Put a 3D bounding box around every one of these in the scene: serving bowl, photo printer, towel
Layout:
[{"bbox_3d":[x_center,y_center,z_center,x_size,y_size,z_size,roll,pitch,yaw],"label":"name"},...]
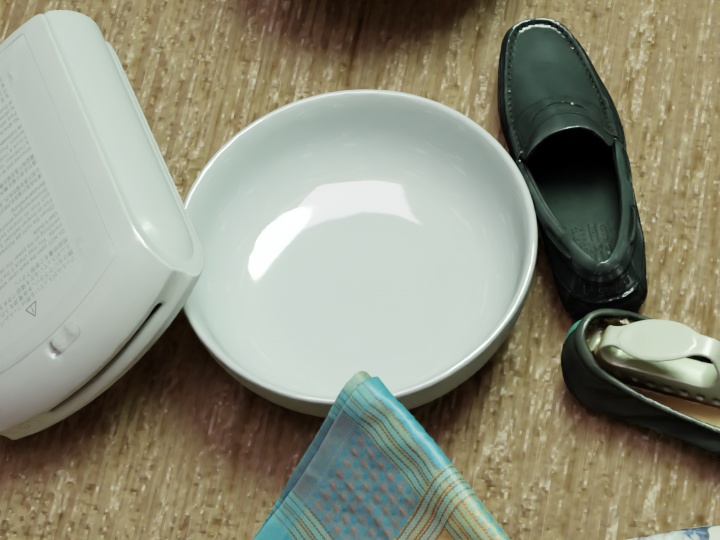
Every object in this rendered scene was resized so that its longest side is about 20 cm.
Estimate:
[{"bbox_3d":[0.000,0.000,1.418,0.200,0.066,0.201,-4,58,6],"label":"serving bowl"},{"bbox_3d":[-0.175,-0.019,1.414,0.166,0.069,0.200,-41,55,22],"label":"photo printer"},{"bbox_3d":[0.024,0.167,1.282,0.022,0.147,0.200,-5,47,-46],"label":"towel"}]

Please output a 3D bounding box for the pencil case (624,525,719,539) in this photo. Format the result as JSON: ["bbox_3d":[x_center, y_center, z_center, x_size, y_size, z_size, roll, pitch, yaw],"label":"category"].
[{"bbox_3d":[0.167,0.163,1.283,0.199,0.090,0.078,-8,58,4],"label":"pencil case"}]

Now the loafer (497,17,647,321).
[{"bbox_3d":[0.119,-0.066,1.439,0.068,0.070,0.201,-12,58,0],"label":"loafer"}]

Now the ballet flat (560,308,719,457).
[{"bbox_3d":[0.198,0.067,1.349,0.200,0.068,0.068,14,61,15],"label":"ballet flat"}]
